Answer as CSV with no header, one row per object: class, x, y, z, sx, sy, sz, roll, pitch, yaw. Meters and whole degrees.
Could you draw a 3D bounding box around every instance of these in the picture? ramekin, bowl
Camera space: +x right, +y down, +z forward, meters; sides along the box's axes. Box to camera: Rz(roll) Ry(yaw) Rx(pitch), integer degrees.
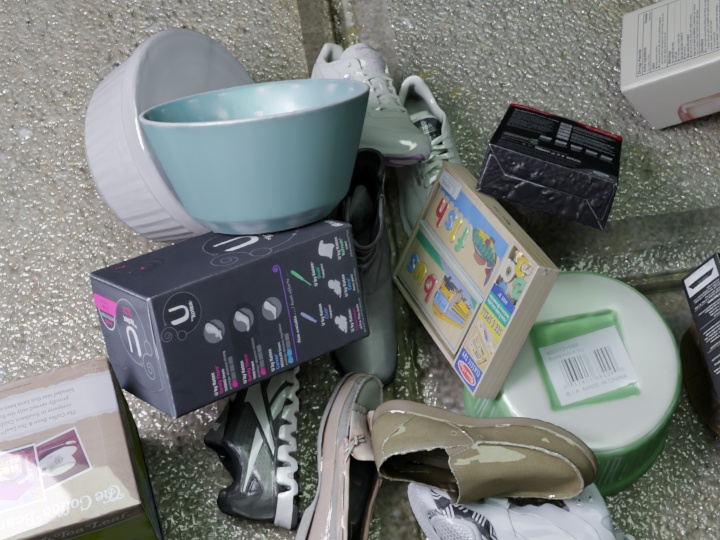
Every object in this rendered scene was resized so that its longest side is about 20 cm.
ramekin,0.197,0.099,1.160,0.197,0.098,0.203,1,64,-2
bowl,-0.084,-0.096,1.095,0.198,0.201,0.107,-9,106,-6
ramekin,-0.174,-0.118,1.208,0.093,0.202,0.205,-17,58,34

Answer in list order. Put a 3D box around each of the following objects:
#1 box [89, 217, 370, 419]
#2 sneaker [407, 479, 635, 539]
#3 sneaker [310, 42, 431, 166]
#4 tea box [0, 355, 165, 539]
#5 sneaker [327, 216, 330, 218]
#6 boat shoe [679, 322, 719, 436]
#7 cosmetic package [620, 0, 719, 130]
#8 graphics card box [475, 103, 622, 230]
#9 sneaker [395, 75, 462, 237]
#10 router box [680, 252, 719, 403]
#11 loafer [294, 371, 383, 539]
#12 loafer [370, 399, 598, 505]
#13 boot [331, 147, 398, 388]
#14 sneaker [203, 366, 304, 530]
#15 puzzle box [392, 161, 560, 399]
box,-0.109,0.029,1.076,0.198,0.108,0.122,-22,21,-31
sneaker,0.143,0.224,1.116,0.199,0.075,0.115,36,61,18
sneaker,0.003,-0.165,1.239,0.074,0.101,0.200,2,22,-38
tea box,-0.275,0.189,1.048,0.197,0.197,0.135,-15,65,-9
sneaker,-0.052,-0.066,1.217,0.071,0.079,0.203,-18,79,37
boat shoe,0.369,0.133,1.175,0.063,0.073,0.202,3,47,-52
cosmetic package,0.368,-0.226,1.269,0.198,0.087,0.105,-13,56,37
graphics card box,0.186,-0.104,1.220,0.124,0.051,0.200,18,20,6
sneaker,0.072,-0.095,1.260,0.075,0.081,0.202,-16,67,-11
router box,0.388,0.081,1.136,0.198,0.051,0.151,17,48,-31
loafer,-0.003,0.186,1.119,0.062,0.072,0.202,-7,59,42
loafer,0.100,0.165,1.072,0.197,0.077,0.068,7,45,15
boot,0.000,0.000,1.179,0.069,0.132,0.203,-6,70,-5
sneaker,-0.097,0.133,1.152,0.089,0.067,0.203,2,66,-6
puzzle box,0.097,0.004,1.145,0.025,0.134,0.200,11,25,-29
